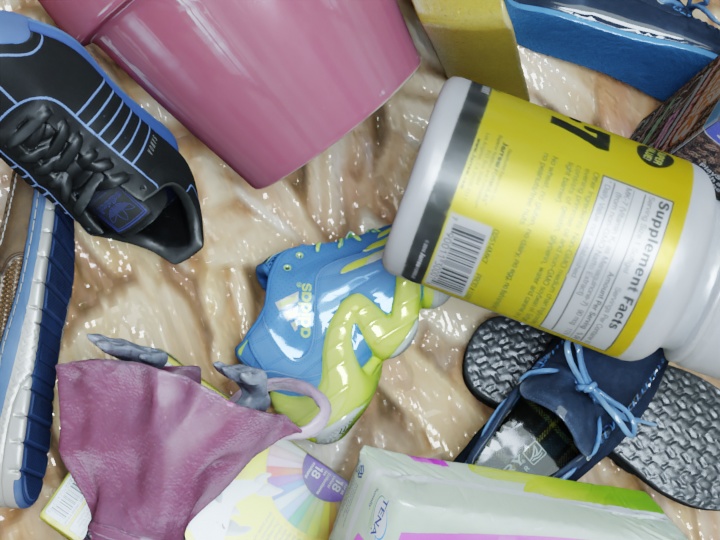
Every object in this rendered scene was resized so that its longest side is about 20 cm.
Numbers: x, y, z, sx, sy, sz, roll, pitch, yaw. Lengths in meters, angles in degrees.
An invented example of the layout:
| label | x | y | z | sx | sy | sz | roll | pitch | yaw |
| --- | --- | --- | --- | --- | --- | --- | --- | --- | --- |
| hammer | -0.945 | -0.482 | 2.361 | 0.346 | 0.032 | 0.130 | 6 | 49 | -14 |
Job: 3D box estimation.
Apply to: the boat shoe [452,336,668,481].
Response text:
| label | x | y | z | sx | sy | sz | roll | pitch | yaw |
| --- | --- | --- | --- | --- | --- | --- | --- | --- | --- |
| boat shoe | 0.120 | 0.092 | 0.693 | 0.084 | 0.069 | 0.201 | 36 | 82 | 11 |

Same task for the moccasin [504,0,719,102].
| label | x | y | z | sx | sy | sz | roll | pitch | yaw |
| --- | --- | --- | --- | --- | --- | --- | --- | --- | --- |
| moccasin | 0.195 | -0.168 | 0.801 | 0.198 | 0.081 | 0.069 | 21 | 69 | -8 |

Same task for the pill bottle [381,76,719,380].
| label | x | y | z | sx | sy | sz | roll | pitch | yaw |
| --- | --- | --- | --- | --- | --- | --- | --- | --- | --- |
| pill bottle | 0.120 | -0.019 | 0.643 | 0.198 | 0.114 | 0.115 | 21 | 73 | 1 |

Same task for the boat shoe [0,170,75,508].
| label | x | y | z | sx | sy | sz | roll | pitch | yaw |
| --- | --- | --- | --- | --- | --- | --- | --- | --- | --- |
| boat shoe | -0.208 | 0.029 | 0.671 | 0.071 | 0.072 | 0.203 | 4 | 70 | 0 |

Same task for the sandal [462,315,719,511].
| label | x | y | z | sx | sy | sz | roll | pitch | yaw |
| --- | --- | --- | --- | --- | --- | --- | --- | --- | --- |
| sandal | 0.160 | 0.086 | 0.753 | 0.199 | 0.048 | 0.076 | 26 | 79 | 9 |

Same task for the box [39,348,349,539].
| label | x | y | z | sx | sy | sz | roll | pitch | yaw |
| --- | --- | --- | --- | --- | --- | --- | --- | --- | --- |
| box | -0.069 | 0.150 | 0.685 | 0.199 | 0.048 | 0.118 | 35 | 72 | 0 |

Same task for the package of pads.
| label | x | y | z | sx | sy | sz | roll | pitch | yaw |
| --- | --- | --- | --- | --- | --- | --- | --- | --- | --- |
| package of pads | 0.066 | 0.187 | 0.639 | 0.198 | 0.068 | 0.156 | 13 | 107 | -27 |

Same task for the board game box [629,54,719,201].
| label | x | y | z | sx | sy | sz | roll | pitch | yaw |
| --- | --- | --- | --- | --- | --- | --- | --- | --- | --- |
| board game box | 0.253 | -0.047 | 0.720 | 0.159 | 0.200 | 0.097 | 36 | 72 | -2 |

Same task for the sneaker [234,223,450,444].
| label | x | y | z | sx | sy | sz | roll | pitch | yaw |
| --- | --- | --- | --- | --- | --- | --- | --- | --- | --- |
| sneaker | 0.000 | 0.000 | 0.720 | 0.105 | 0.076 | 0.201 | 37 | 73 | -1 |

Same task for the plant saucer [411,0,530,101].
| label | x | y | z | sx | sy | sz | roll | pitch | yaw |
| --- | --- | --- | --- | --- | --- | --- | --- | --- | --- |
| plant saucer | 0.042 | -0.206 | 0.732 | 0.048 | 0.200 | 0.202 | -22 | 81 | 9 |

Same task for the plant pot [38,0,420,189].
| label | x | y | z | sx | sy | sz | roll | pitch | yaw |
| --- | --- | --- | --- | --- | --- | --- | --- | --- | --- |
| plant pot | -0.065 | -0.157 | 0.694 | 0.200 | 0.200 | 0.180 | -41 | 103 | -18 |

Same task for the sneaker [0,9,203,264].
| label | x | y | z | sx | sy | sz | roll | pitch | yaw |
| --- | --- | --- | --- | --- | --- | --- | --- | --- | --- |
| sneaker | -0.151 | -0.066 | 0.644 | 0.070 | 0.200 | 0.078 | -37 | 59 | 15 |

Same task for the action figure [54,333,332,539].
| label | x | y | z | sx | sy | sz | roll | pitch | yaw |
| --- | --- | --- | --- | --- | --- | --- | --- | --- | --- |
| action figure | -0.119 | 0.140 | 0.622 | 0.148 | 0.133 | 0.203 | 15 | 85 | -51 |
